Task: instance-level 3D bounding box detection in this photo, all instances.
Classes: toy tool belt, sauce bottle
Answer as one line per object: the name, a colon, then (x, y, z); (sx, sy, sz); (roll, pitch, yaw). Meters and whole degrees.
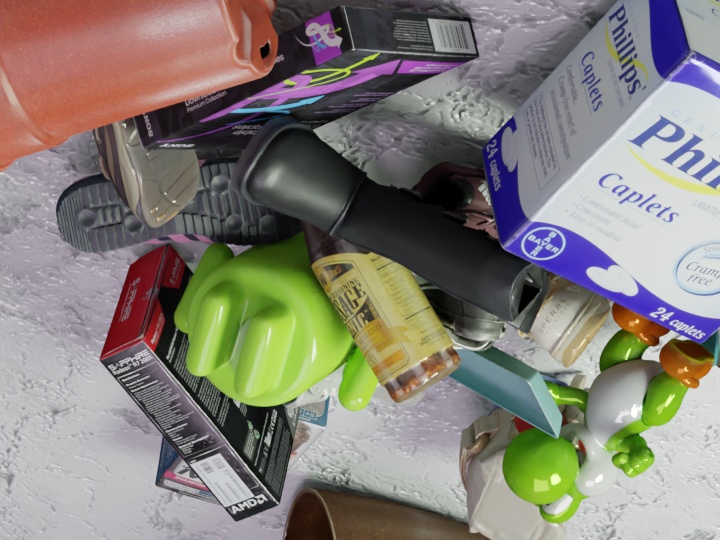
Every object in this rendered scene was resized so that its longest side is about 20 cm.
toy tool belt: (0.154, 0.143, 1.913); (0.124, 0.123, 0.201); (20, 137, 7)
sauce bottle: (0.000, 0.000, 1.636); (0.066, 0.201, 0.066); (-31, 172, -5)

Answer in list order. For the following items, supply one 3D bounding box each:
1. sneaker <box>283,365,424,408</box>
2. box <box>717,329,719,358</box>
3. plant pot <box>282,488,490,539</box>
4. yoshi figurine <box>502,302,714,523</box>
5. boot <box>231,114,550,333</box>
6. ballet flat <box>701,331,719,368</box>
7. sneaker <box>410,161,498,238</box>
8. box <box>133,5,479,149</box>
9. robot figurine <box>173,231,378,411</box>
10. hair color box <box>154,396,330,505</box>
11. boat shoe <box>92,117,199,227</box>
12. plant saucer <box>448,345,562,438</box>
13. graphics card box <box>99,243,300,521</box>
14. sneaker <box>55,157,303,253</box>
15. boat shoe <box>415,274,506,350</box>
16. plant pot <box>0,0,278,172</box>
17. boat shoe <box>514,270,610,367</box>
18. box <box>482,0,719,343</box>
sneaker: (-0.032, 0.085, 1.852); (0.199, 0.092, 0.076); (26, 144, -27)
box: (0.379, 0.071, 1.592); (0.198, 0.201, 0.172); (-19, 146, -1)
plant pot: (0.043, 0.304, 2.132); (0.199, 0.188, 0.187); (1, 151, -19)
yoshi figurine: (0.183, 0.120, 1.746); (0.112, 0.113, 0.200); (29, 113, -9)
boot: (0.025, -0.027, 1.511); (0.200, 0.066, 0.165); (33, -172, 19)
ballet flat: (0.290, 0.002, 1.693); (0.072, 0.072, 0.201); (1, 148, 10)
sneaker: (0.119, -0.044, 1.603); (0.199, 0.076, 0.115); (-6, 166, 21)
box: (-0.038, -0.128, 1.506); (0.199, 0.036, 0.143); (-20, 171, 38)
robot figurine: (-0.058, 0.033, 1.704); (0.175, 0.200, 0.116); (22, 112, 18)
hair color box: (-0.108, 0.145, 1.995); (0.100, 0.061, 0.200); (17, 146, -15)
boat shoe: (-0.167, -0.120, 1.562); (0.073, 0.074, 0.201); (29, 138, 32)
plant saucer: (0.087, 0.072, 1.767); (0.200, 0.019, 0.070); (29, 156, 49)
graphics card box: (-0.128, 0.093, 1.802); (0.051, 0.126, 0.200); (-24, 121, 24)
sneaker: (-0.134, -0.056, 1.691); (0.199, 0.071, 0.082); (-2, -167, -9)
boat shoe: (0.077, 0.029, 1.696); (0.070, 0.064, 0.200); (6, 178, -2)
plant pot: (-0.164, -0.176, 1.389); (0.194, 0.202, 0.201); (-10, 145, 12)
boat shoe: (0.148, 0.023, 1.692); (0.069, 0.074, 0.200); (38, -177, 1)
box: (0.216, -0.076, 1.484); (0.183, 0.105, 0.200); (24, 126, -26)
